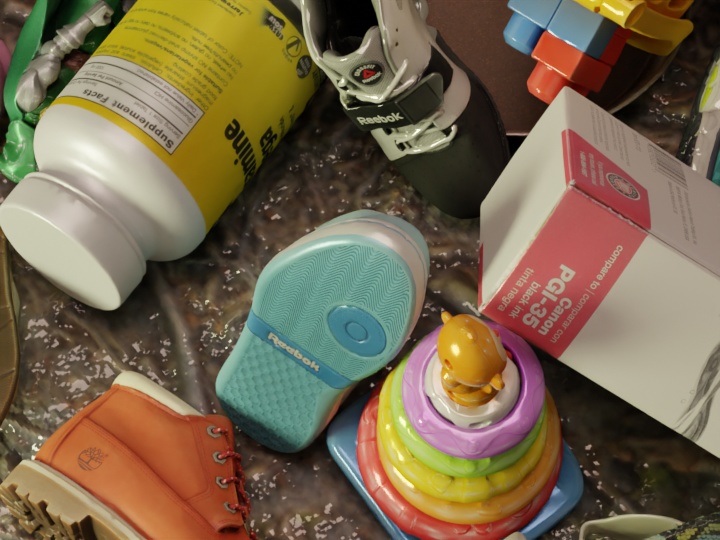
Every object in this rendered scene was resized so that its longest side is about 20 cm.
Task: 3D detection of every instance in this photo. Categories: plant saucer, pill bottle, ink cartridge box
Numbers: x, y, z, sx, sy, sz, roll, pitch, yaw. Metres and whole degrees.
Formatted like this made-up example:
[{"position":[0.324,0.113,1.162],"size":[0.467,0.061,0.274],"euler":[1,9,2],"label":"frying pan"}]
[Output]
[{"position":[0.095,-0.155,1.309],"size":[0.198,0.035,0.202],"euler":[-3,60,5],"label":"plant saucer"},{"position":[-0.108,-0.080,1.238],"size":[0.112,0.113,0.201],"euler":[28,67,20],"label":"pill bottle"},{"position":[0.161,0.013,1.095],"size":[0.199,0.083,0.147],"euler":[32,20,-9],"label":"ink cartridge box"}]

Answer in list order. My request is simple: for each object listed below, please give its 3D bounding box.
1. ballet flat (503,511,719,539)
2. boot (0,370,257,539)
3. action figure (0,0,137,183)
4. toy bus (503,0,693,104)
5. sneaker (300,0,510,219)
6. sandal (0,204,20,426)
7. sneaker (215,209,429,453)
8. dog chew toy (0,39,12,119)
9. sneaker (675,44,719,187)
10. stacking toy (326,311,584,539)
[{"position":[0.104,0.160,1.111],"size":[0.198,0.074,0.075],"euler":[-7,59,-7],"label":"ballet flat"},{"position":[-0.079,0.127,1.142],"size":[0.199,0.075,0.107],"euler":[31,62,22],"label":"boot"},{"position":[-0.156,-0.137,1.289],"size":[0.054,0.118,0.201],"euler":[19,73,24],"label":"action figure"},{"position":[0.151,-0.179,1.223],"size":[0.135,0.200,0.193],"euler":[32,103,22],"label":"toy bus"},{"position":[0.013,-0.106,1.208],"size":[0.074,0.201,0.089],"euler":[-22,15,28],"label":"sneaker"},{"position":[-0.223,0.038,1.220],"size":[0.079,0.054,0.201],"euler":[-3,45,-3],"label":"sandal"},{"position":[0.000,0.000,1.141],"size":[0.079,0.200,0.131],"euler":[39,54,-2],"label":"sneaker"},{"position":[-0.292,-0.087,1.259],"size":[0.199,0.125,0.125],"euler":[-22,60,-17],"label":"dog chew toy"},{"position":[0.214,-0.060,1.223],"size":[0.079,0.078,0.201],"euler":[23,66,4],"label":"sneaker"},{"position":[0.051,0.065,1.086],"size":[0.109,0.200,0.116],"euler":[-33,70,-13],"label":"stacking toy"}]
